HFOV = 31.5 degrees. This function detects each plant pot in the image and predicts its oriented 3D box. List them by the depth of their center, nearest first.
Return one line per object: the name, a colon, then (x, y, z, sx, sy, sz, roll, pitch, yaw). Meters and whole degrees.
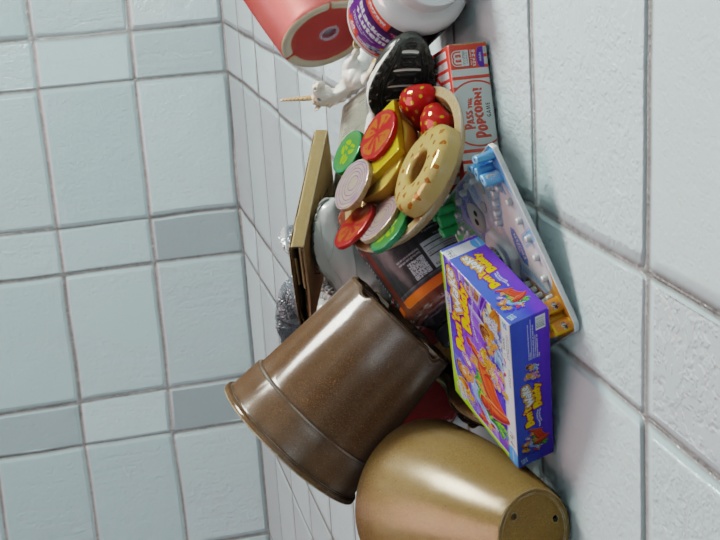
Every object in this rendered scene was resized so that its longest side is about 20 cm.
plant pot: (0.123, 0.260, 1.357, 0.200, 0.186, 0.187, -1, 97, 59)
plant pot: (-0.017, 0.128, 1.467, 0.200, 0.198, 0.200, 42, -177, -2)
plant pot: (-0.077, -0.406, 1.844, 0.201, 0.200, 0.178, 105, 145, -60)

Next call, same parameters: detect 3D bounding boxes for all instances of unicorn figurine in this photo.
unicorn figurine: (0.002, -0.275, 1.632, 0.074, 0.200, 0.137, 47, 164, 1)

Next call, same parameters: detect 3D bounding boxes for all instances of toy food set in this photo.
toy food set: (0.037, -0.107, 1.353, 0.198, 0.049, 0.201, -43, 36, 33)

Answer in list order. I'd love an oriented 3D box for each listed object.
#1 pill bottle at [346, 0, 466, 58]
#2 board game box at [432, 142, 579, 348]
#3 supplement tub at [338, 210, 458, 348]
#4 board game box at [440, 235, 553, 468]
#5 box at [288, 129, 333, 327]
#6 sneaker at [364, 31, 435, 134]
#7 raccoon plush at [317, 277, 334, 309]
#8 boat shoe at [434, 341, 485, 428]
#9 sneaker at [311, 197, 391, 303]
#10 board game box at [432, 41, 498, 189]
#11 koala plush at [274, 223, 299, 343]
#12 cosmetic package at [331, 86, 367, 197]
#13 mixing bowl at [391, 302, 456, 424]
pill bottle: (0.056, -0.308, 1.423, 0.200, 0.111, 0.112, 158, 104, -78)
board game box: (0.141, -0.006, 1.310, 0.201, 0.026, 0.200, 66, 164, 10)
supplement tub: (0.068, -0.010, 1.467, 0.200, 0.107, 0.107, 56, 161, 11)
board game box: (0.140, 0.083, 1.296, 0.135, 0.045, 0.201, 51, 157, 47)
box: (-0.058, -0.049, 1.605, 0.164, 0.021, 0.201, 85, -169, -50)
sneaker: (0.036, -0.210, 1.452, 0.200, 0.074, 0.080, 107, 158, -62)
raccoon plush: (0.005, -0.005, 1.789, 0.097, 0.200, 0.134, 38, 159, 57)
boat shoe: (0.134, 0.143, 1.475, 0.072, 0.072, 0.200, 55, 171, -23)
sneaker: (0.000, 0.000, 1.554, 0.075, 0.087, 0.201, -60, -46, -61)
board game box: (0.102, -0.166, 1.450, 0.200, 0.046, 0.152, 173, 89, -77)
koala plush: (-0.048, 0.006, 1.944, 0.184, 0.177, 0.201, 67, -157, -55)
cosmetic package: (0.017, -0.127, 1.633, 0.105, 0.071, 0.201, -25, 55, 61)
mixing bowl: (0.018, 0.151, 1.652, 0.200, 0.108, 0.201, 24, 129, 34)
